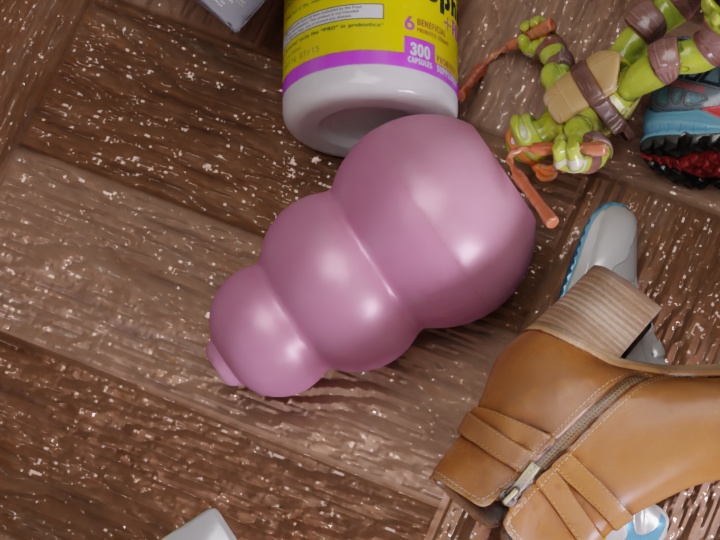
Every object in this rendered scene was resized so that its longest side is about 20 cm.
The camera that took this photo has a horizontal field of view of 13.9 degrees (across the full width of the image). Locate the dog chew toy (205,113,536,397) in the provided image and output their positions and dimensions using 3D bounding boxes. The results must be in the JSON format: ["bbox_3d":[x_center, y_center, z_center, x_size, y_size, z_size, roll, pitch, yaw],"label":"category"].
[{"bbox_3d":[0.000,0.000,1.685,0.200,0.125,0.125,-34,69,2],"label":"dog chew toy"}]

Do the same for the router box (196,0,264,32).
[{"bbox_3d":[-0.077,-0.244,1.751,0.157,0.052,0.200,-49,36,-1],"label":"router box"}]

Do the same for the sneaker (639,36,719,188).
[{"bbox_3d":[0.263,-0.102,1.708,0.199,0.079,0.096,3,68,8],"label":"sneaker"}]

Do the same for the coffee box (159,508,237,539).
[{"bbox_3d":[-0.094,0.279,1.546,0.199,0.200,0.198,-33,68,-6],"label":"coffee box"}]

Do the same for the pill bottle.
[{"bbox_3d":[0.006,-0.175,1.753,0.104,0.104,0.201,-3,69,6],"label":"pill bottle"}]

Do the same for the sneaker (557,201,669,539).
[{"bbox_3d":[0.144,0.061,1.670,0.080,0.077,0.201,6,77,2],"label":"sneaker"}]

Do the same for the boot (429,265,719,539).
[{"bbox_3d":[0.150,0.110,1.585,0.200,0.074,0.155,35,76,19],"label":"boot"}]

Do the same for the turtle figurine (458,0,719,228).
[{"bbox_3d":[0.142,-0.101,1.691,0.161,0.064,0.200,-36,27,14],"label":"turtle figurine"}]
